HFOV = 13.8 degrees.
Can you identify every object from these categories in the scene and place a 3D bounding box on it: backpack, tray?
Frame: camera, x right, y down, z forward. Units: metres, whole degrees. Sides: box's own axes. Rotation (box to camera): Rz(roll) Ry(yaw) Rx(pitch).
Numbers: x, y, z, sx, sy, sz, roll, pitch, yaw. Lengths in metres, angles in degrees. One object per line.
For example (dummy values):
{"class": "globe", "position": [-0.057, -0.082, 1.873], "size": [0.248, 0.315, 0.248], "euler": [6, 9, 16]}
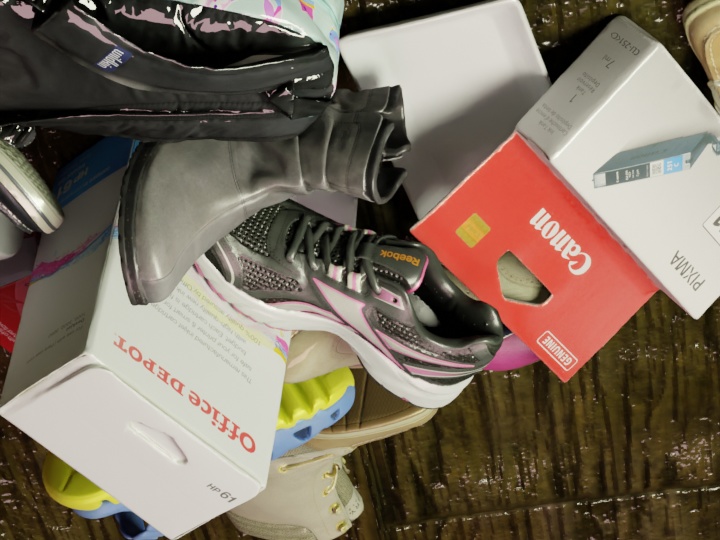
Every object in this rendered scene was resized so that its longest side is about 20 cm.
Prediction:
{"class": "backpack", "position": [-0.106, -0.140, 1.570], "size": [0.200, 0.127, 0.167], "euler": [5, 158, -10]}
{"class": "tray", "position": [0.063, -0.094, 1.746], "size": [0.107, 0.022, 0.200], "euler": [-13, 144, 10]}

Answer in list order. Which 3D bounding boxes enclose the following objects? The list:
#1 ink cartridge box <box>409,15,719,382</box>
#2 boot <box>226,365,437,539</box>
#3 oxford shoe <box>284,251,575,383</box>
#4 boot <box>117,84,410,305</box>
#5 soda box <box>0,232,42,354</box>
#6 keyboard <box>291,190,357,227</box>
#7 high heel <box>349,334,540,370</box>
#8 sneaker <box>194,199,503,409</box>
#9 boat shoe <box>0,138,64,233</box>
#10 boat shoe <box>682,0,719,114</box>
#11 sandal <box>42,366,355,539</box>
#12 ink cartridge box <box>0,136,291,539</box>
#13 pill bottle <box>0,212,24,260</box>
{"class": "ink cartridge box", "position": [0.148, -0.029, 1.759], "size": [0.176, 0.045, 0.200], "euler": [-46, 136, 1]}
{"class": "boot", "position": [-0.022, 0.119, 1.993], "size": [0.200, 0.072, 0.155], "euler": [-11, 144, 18]}
{"class": "oxford shoe", "position": [0.037, 0.032, 1.807], "size": [0.200, 0.074, 0.071], "euler": [-23, 160, -11]}
{"class": "boot", "position": [-0.049, -0.051, 1.634], "size": [0.132, 0.200, 0.070], "euler": [5, 131, 15]}
{"class": "soda box", "position": [-0.173, 0.031, 1.850], "size": [0.063, 0.070, 0.200], "euler": [-21, 142, 20]}
{"class": "keyboard", "position": [-0.034, 0.009, 1.836], "size": [0.056, 0.011, 0.200], "euler": [8, 130, 4]}
{"class": "high heel", "position": [0.053, 0.022, 1.865], "size": [0.200, 0.067, 0.096], "euler": [-13, 153, 16]}
{"class": "sneaker", "position": [0.000, 0.000, 1.718], "size": [0.200, 0.080, 0.086], "euler": [28, 147, -20]}
{"class": "boat shoe", "position": [-0.250, -0.076, 1.625], "size": [0.200, 0.075, 0.062], "euler": [36, 93, -3]}
{"class": "boat shoe", "position": [0.251, -0.097, 1.729], "size": [0.073, 0.063, 0.200], "euler": [-23, 140, 25]}
{"class": "sandal", "position": [-0.095, 0.107, 1.853], "size": [0.200, 0.080, 0.087], "euler": [-22, 138, 1]}
{"class": "ink cartridge box", "position": [-0.118, 0.033, 1.726], "size": [0.085, 0.200, 0.145], "euler": [-31, 123, 32]}
{"class": "pill bottle", "position": [-0.302, -0.021, 1.725], "size": [0.200, 0.113, 0.113], "euler": [-16, 143, 16]}
